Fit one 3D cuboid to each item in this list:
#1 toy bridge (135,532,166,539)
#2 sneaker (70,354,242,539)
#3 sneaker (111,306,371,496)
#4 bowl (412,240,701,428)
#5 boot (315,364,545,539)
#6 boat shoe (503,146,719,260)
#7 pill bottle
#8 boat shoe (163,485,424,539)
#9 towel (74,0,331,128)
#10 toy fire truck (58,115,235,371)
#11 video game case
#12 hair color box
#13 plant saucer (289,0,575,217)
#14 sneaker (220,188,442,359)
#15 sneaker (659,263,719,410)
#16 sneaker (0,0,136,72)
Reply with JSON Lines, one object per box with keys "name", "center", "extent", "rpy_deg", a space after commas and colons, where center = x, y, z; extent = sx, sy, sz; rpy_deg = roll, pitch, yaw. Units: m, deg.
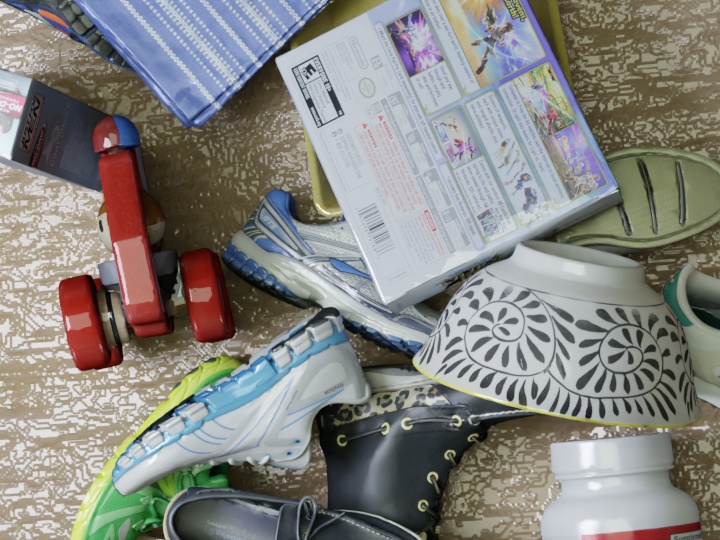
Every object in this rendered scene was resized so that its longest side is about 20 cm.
{"name": "toy bridge", "center": [-0.120, 0.246, 1.563], "extent": [0.200, 0.027, 0.067], "rpy_deg": [39, 93, 11]}
{"name": "sneaker", "center": [-0.139, 0.154, 1.536], "extent": [0.083, 0.074, 0.200], "rpy_deg": [39, 81, 9]}
{"name": "sneaker", "center": [-0.080, 0.114, 1.478], "extent": [0.199, 0.075, 0.087], "rpy_deg": [-32, 97, 2]}
{"name": "bowl", "center": [0.141, 0.034, 1.418], "extent": [0.199, 0.201, 0.095], "rpy_deg": [12, 98, 12]}
{"name": "boot", "center": [0.060, 0.145, 1.511], "extent": [0.202, 0.073, 0.155], "rpy_deg": [-1, 88, 20]}
{"name": "boat shoe", "center": [0.167, -0.040, 1.505], "extent": [0.199, 0.068, 0.075], "rpy_deg": [-11, 82, 8]}
{"name": "pill bottle", "center": [0.184, 0.216, 1.462], "extent": [0.111, 0.112, 0.202], "rpy_deg": [-7, 85, 11]}
{"name": "boat shoe", "center": [-0.045, 0.194, 1.467], "extent": [0.199, 0.062, 0.075], "rpy_deg": [13, 82, 8]}
{"name": "towel", "center": [-0.097, -0.218, 1.540], "extent": [0.200, 0.024, 0.145], "rpy_deg": [-43, 83, 0]}
{"name": "toy fire truck", "center": [-0.162, -0.022, 1.505], "extent": [0.111, 0.200, 0.169], "rpy_deg": [-13, 88, -2]}
{"name": "video game case", "center": [0.061, -0.099, 1.477], "extent": [0.180, 0.045, 0.201], "rpy_deg": [-26, 75, 8]}
{"name": "hair color box", "center": [-0.255, -0.108, 1.525], "extent": [0.098, 0.200, 0.061], "rpy_deg": [16, 89, 11]}
{"name": "plant saucer", "center": [0.054, -0.148, 1.537], "extent": [0.199, 0.048, 0.201], "rpy_deg": [-11, 76, 10]}
{"name": "sneaker", "center": [0.000, 0.000, 1.534], "extent": [0.199, 0.077, 0.086], "rpy_deg": [26, 84, 10]}
{"name": "sneaker", "center": [0.290, 0.061, 1.452], "extent": [0.199, 0.094, 0.070], "rpy_deg": [27, 52, 14]}
{"name": "sneaker", "center": [-0.215, -0.211, 1.593], "extent": [0.199, 0.078, 0.076], "rpy_deg": [30, 89, -6]}
